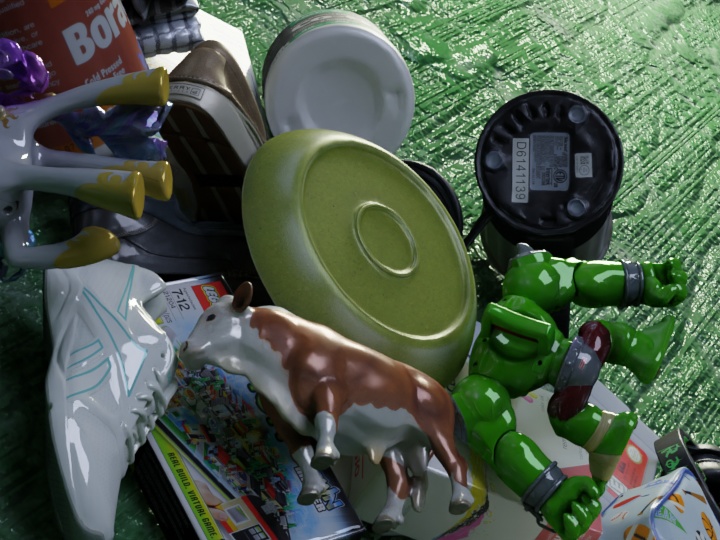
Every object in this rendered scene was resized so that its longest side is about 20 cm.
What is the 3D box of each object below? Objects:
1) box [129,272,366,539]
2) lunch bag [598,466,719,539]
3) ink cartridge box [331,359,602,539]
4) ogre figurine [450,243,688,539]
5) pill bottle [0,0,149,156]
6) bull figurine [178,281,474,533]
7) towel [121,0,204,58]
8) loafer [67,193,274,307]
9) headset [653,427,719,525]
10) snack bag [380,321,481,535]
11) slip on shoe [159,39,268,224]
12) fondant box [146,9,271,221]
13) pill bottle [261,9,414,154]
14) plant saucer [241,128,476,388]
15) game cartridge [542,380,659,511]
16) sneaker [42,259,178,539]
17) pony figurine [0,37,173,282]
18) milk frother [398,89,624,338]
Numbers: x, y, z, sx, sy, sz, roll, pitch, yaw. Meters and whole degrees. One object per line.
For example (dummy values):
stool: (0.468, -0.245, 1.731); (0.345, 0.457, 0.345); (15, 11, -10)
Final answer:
box: (-0.091, 0.096, 1.190); (0.109, 0.035, 0.201); (-11, 58, -36)
lunch bag: (0.239, 0.247, 1.389); (0.201, 0.075, 0.160); (63, 22, 1)
ink cartridge box: (0.058, 0.118, 1.304); (0.198, 0.068, 0.117); (21, 39, -17)
ogre figurine: (0.129, 0.062, 1.273); (0.119, 0.202, 0.098); (25, -5, 4)
pill bottle: (-0.212, -0.170, 1.255); (0.113, 0.111, 0.201); (-84, 156, -57)
bull figurine: (-0.015, 0.082, 1.165); (0.199, 0.065, 0.122); (19, 44, -37)
towel: (-0.207, -0.233, 1.394); (0.164, 0.086, 0.201); (-8, 46, -10)
loafer: (-0.112, 0.004, 1.305); (0.199, 0.073, 0.073); (21, 58, -36)
headset: (0.295, 0.191, 1.540); (0.200, 0.093, 0.124); (48, 15, -52)
snack bag: (0.058, 0.104, 1.395); (0.187, 0.021, 0.201); (4, 46, -35)
slip on shoe: (-0.085, -0.070, 1.331); (0.201, 0.075, 0.061); (64, 38, -46)
fondant box: (-0.140, -0.124, 1.440); (0.143, 0.058, 0.201); (24, 33, -34)
pill bottle: (-0.021, -0.142, 1.520); (0.113, 0.113, 0.200); (38, 7, -11)
plant saucer: (0.009, -0.013, 1.288); (0.199, 0.031, 0.202); (27, 45, -30)
game cartridge: (0.167, 0.139, 1.520); (0.133, 0.041, 0.200); (38, 27, -3)
sneaker: (-0.141, 0.068, 1.113); (0.079, 0.071, 0.202); (1, 50, -10)
pony figurine: (-0.211, -0.073, 1.144); (0.198, 0.168, 0.194); (-2, 42, 7)
milk frother: (0.104, -0.046, 1.599); (0.198, 0.182, 0.188); (18, -13, 9)
